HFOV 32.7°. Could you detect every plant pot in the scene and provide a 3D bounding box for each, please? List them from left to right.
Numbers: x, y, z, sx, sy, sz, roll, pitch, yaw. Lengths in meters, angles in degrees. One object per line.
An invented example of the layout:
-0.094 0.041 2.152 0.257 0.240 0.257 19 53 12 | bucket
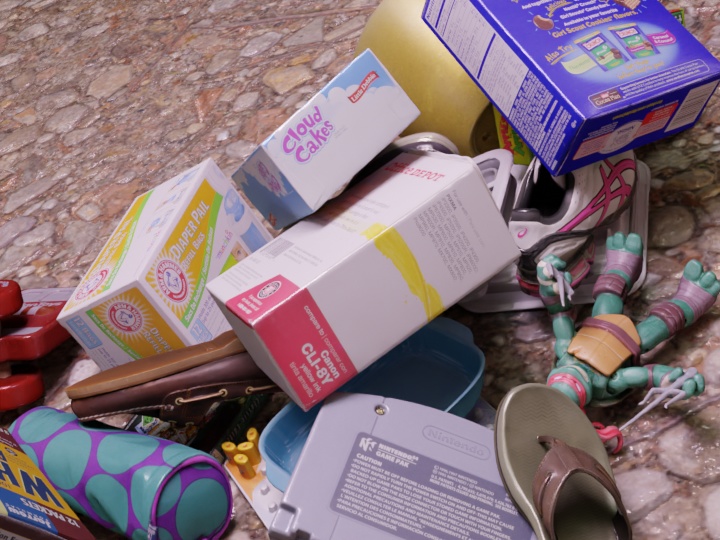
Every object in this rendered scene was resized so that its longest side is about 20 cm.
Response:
0.112 -0.186 1.211 0.199 0.201 0.142 -30 55 -11 | plant pot

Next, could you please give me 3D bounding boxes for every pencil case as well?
-0.201 0.171 0.989 0.199 0.093 0.085 11 9 37 | pencil case

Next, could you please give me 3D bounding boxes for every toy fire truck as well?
-0.364 0.058 1.212 0.199 0.113 0.168 -4 16 22 | toy fire truck

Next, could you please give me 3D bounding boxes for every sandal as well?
0.146 0.160 0.805 0.079 0.057 0.202 -4 55 -16 | sandal

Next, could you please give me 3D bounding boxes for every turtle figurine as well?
0.189 0.049 0.929 0.150 0.101 0.200 39 46 11 | turtle figurine

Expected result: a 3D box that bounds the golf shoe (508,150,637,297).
0.180 -0.073 1.027 0.072 0.092 0.200 4 43 30 | golf shoe

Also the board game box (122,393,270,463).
-0.127 0.101 1.091 0.104 0.024 0.200 7 45 35 | board game box

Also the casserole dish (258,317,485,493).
0.013 0.113 0.950 0.200 0.039 0.121 -41 41 -23 | casserole dish

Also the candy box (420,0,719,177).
0.174 -0.190 1.028 0.168 0.077 0.200 -20 62 -30 | candy box

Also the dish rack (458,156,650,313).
0.172 -0.048 1.111 0.171 0.044 0.201 -5 41 19 | dish rack

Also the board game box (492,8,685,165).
0.217 -0.172 1.143 0.199 0.102 0.048 -18 15 -24 | board game box

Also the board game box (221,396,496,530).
0.011 0.145 0.965 0.199 0.026 0.200 -32 37 -13 | board game box

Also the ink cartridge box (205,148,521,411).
0.000 0.000 0.923 0.200 0.084 0.145 -35 18 -10 | ink cartridge box

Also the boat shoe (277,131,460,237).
0.004 -0.043 1.052 0.199 0.072 0.065 -32 33 27 | boat shoe

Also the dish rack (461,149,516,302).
0.051 -0.014 1.086 0.199 0.044 0.172 -20 35 35 | dish rack

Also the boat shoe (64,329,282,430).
-0.136 0.095 1.002 0.199 0.071 0.070 -15 9 -8 | boat shoe

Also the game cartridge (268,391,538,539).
0.052 0.162 0.843 0.199 0.042 0.134 21 47 5 | game cartridge

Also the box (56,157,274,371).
-0.172 0.007 1.122 0.101 0.113 0.200 -24 27 29 | box

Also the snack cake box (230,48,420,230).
-0.035 -0.100 1.007 0.115 0.067 0.200 -41 6 -11 | snack cake box

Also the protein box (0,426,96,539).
-0.329 0.219 0.894 0.198 0.135 0.201 32 86 47 | protein box
